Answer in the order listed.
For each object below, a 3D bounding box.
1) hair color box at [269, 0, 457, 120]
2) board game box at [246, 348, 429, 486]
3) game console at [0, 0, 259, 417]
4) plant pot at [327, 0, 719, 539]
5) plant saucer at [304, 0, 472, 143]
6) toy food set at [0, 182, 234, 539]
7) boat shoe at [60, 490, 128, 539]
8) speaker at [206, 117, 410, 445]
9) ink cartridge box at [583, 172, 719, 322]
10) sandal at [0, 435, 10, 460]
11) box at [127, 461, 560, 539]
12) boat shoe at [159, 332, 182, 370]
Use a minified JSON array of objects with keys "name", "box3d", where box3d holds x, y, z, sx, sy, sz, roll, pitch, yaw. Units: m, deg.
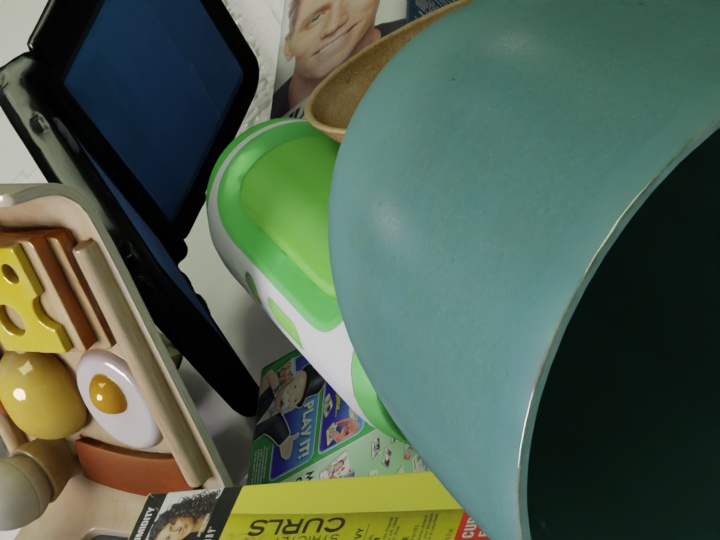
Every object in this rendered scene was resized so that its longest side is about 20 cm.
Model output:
[{"name":"hair color box","box3d":[0.007,-0.097,1.052,0.100,0.060,0.201,-32,34,30]},{"name":"board game box","box3d":[0.003,0.096,0.876,0.134,0.029,0.201,-30,35,31]},{"name":"game console","box3d":[-0.080,-0.055,0.963,0.116,0.200,0.176,-36,60,-1]},{"name":"plant pot","box3d":[0.083,-0.004,0.667,0.201,0.200,0.161,-52,44,-1]},{"name":"plant saucer","box3d":[0.074,-0.089,0.881,0.199,0.036,0.200,-19,19,7]},{"name":"toy food set","box3d":[-0.148,0.050,0.881,0.143,0.201,0.060,0,33,44]},{"name":"boat shoe","box3d":[-0.176,0.157,1.022,0.199,0.062,0.073,-34,35,28]},{"name":"speaker","box3d":[0.000,0.000,0.868,0.089,0.088,0.200,-50,33,2]},{"name":"ink cartridge box","box3d":[0.159,-0.063,0.838,0.161,0.050,0.200,-41,13,18]},{"name":"sandal","box3d":[-0.205,0.047,1.031,0.079,0.059,0.208,-11,61,43]},{"name":"box","box3d":[-0.009,0.121,0.773,0.199,0.050,0.076,-8,45,38]},{"name":"boat shoe","box3d":[-0.135,0.054,1.022,0.074,0.063,0.201,-62,7,-5]}]
